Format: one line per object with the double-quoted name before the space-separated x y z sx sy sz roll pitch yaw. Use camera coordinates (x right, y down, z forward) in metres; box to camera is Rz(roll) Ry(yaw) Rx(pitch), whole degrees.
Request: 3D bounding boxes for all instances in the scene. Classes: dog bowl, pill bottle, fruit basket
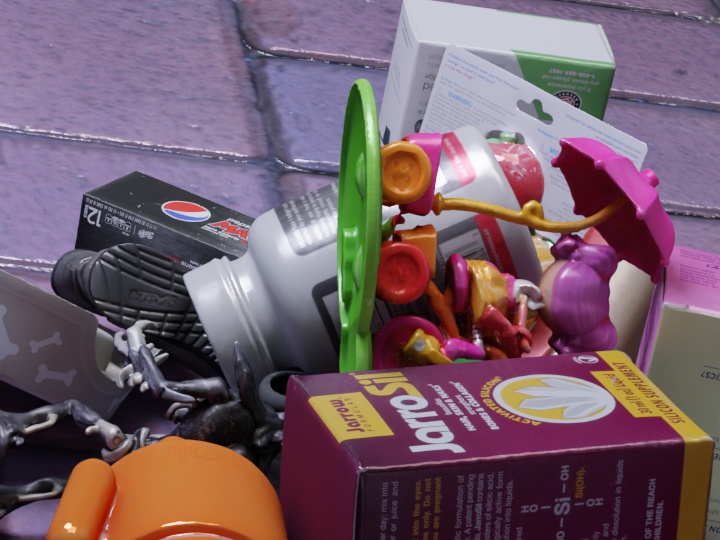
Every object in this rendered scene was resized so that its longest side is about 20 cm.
"dog bowl" -0.219 0.030 1.723 0.200 0.059 0.200 25 -5 2
"pill bottle" 0.000 0.000 1.735 0.200 0.111 0.111 -23 29 -2
"fruit basket" 0.096 -0.025 1.918 0.185 0.200 0.094 30 15 38

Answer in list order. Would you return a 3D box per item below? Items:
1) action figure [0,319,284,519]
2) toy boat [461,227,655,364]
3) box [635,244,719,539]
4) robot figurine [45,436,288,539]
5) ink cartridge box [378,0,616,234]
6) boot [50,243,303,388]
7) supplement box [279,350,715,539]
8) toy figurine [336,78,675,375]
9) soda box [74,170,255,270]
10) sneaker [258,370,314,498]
"action figure" -0.120 0.090 1.633 0.199 0.119 0.102 -6 26 -6
"toy boat" 0.109 0.051 1.791 0.130 0.131 0.200 17 53 24
"box" 0.240 0.107 1.677 0.175 0.200 0.097 12 22 2
"robot figurine" -0.092 0.164 1.503 0.116 0.144 0.200 -15 26 0
"ink cartridge box" 0.085 -0.078 2.032 0.146 0.200 0.084 6 27 -10
"boot" -0.096 0.037 1.841 0.200 0.070 0.132 34 -9 -13
"supplement box" 0.070 0.117 1.543 0.199 0.103 0.131 -4 22 -18
"toy figurine" 0.084 -0.003 1.618 0.184 0.201 0.150 2 -1 -7
"soda box" -0.092 0.000 1.941 0.200 0.063 0.071 23 25 23
"sneaker" -0.007 0.127 1.649 0.071 0.099 0.200 -7 31 -40
